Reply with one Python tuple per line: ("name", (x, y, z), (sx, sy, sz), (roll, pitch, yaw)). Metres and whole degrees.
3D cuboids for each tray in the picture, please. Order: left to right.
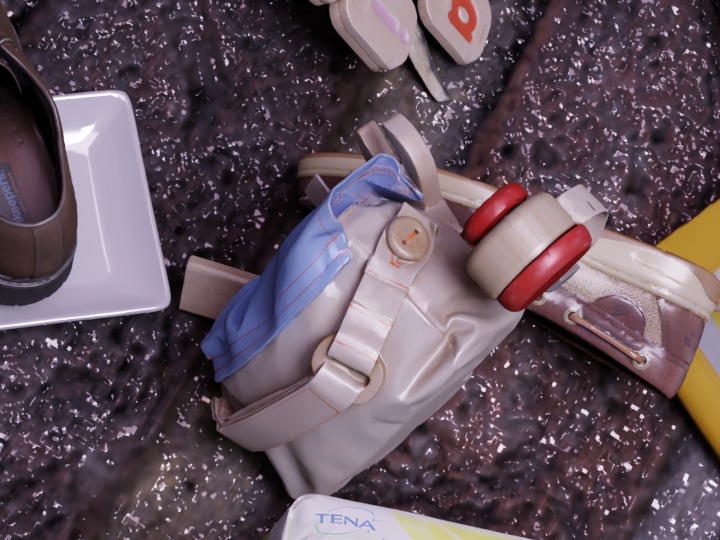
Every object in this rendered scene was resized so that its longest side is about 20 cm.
("tray", (-0.189, -0.019, 1.207), (0.199, 0.022, 0.108), (-6, 71, -19))

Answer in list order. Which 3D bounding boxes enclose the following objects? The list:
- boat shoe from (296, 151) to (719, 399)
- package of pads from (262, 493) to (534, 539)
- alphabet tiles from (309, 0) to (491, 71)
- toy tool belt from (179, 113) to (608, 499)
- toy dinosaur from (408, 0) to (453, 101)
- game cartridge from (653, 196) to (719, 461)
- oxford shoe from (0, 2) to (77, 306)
("boat shoe", (0.058, 0.003, 1.239), (0.199, 0.072, 0.072), (20, 86, 5))
("package of pads", (0.044, 0.158, 1.127), (0.199, 0.155, 0.069), (13, 65, -10))
("alphabet tiles", (0.012, -0.197, 1.279), (0.196, 0.015, 0.201), (44, 51, -39))
("toy tool belt", (0.000, 0.000, 1.159), (0.123, 0.200, 0.125), (48, 45, 7))
("toy dinosaur", (-0.017, -0.171, 1.308), (0.088, 0.047, 0.201), (-8, 74, -26))
("game cartridge", (0.233, 0.039, 1.240), (0.176, 0.032, 0.201), (-37, 78, 18))
("oxford shoe", (-0.170, -0.091, 1.184), (0.072, 0.084, 0.201), (-25, 75, -22))
